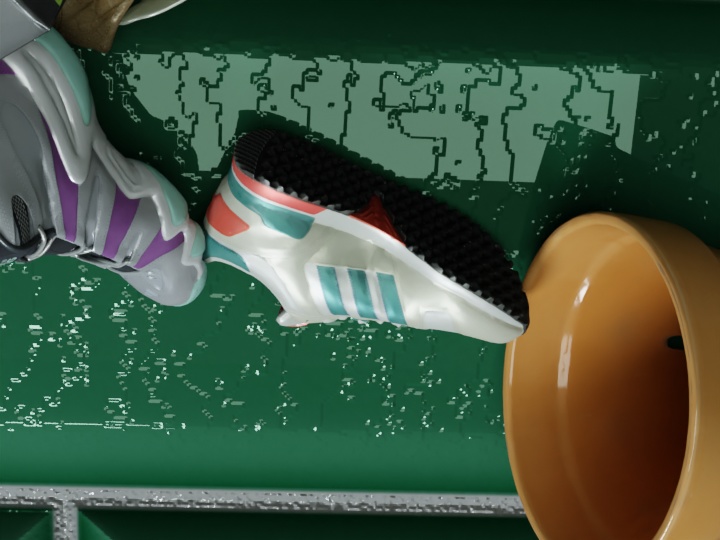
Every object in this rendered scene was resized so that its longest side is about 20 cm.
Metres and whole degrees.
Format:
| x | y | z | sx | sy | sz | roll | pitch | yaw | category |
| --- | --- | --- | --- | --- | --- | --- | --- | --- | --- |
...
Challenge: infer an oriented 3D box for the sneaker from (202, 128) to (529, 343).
| x | y | z | sx | sy | sz | roll | pitch | yaw | category |
| --- | --- | --- | --- | --- | --- | --- | --- | --- | --- |
| 0.000 | 0.000 | 0.826 | 0.199 | 0.070 | 0.094 | 26 | 124 | -14 | sneaker |

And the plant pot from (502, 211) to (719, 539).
| x | y | z | sx | sy | sz | roll | pitch | yaw | category |
| --- | --- | --- | --- | --- | --- | --- | --- | --- | --- |
| 0.186 | 0.070 | 0.797 | 0.139 | 0.200 | 0.201 | 2 | 111 | -21 | plant pot |

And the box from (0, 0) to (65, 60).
| x | y | z | sx | sy | sz | roll | pitch | yaw | category |
| --- | --- | --- | --- | --- | --- | --- | --- | --- | --- |
| -0.238 | -0.160 | 0.662 | 0.199 | 0.125 | 0.149 | -21 | 127 | 32 | box |

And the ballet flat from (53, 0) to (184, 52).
| x | y | z | sx | sy | sz | roll | pitch | yaw | category |
| --- | --- | --- | --- | --- | --- | --- | --- | --- | --- |
| -0.092 | -0.189 | 0.750 | 0.200 | 0.068 | 0.072 | -43 | 127 | 12 | ballet flat |

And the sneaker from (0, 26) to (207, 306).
| x | y | z | sx | sy | sz | roll | pitch | yaw | category |
| --- | --- | --- | --- | --- | --- | --- | --- | --- | --- |
| -0.171 | -0.019 | 0.747 | 0.078 | 0.140 | 0.200 | -3 | 134 | 42 | sneaker |
